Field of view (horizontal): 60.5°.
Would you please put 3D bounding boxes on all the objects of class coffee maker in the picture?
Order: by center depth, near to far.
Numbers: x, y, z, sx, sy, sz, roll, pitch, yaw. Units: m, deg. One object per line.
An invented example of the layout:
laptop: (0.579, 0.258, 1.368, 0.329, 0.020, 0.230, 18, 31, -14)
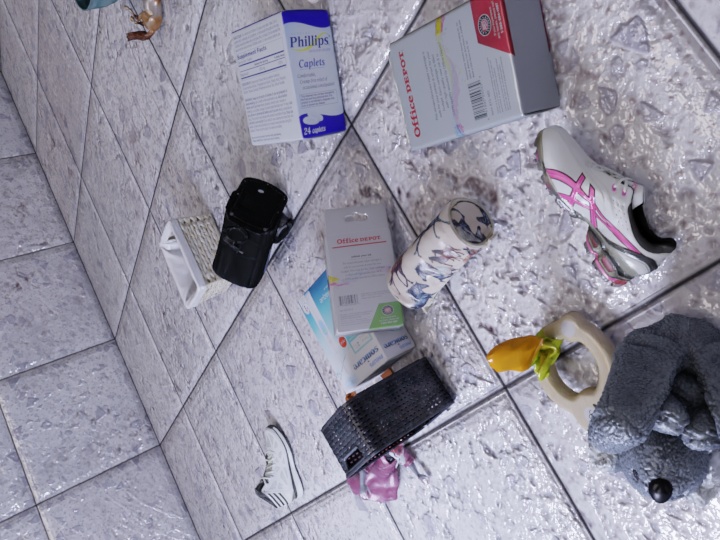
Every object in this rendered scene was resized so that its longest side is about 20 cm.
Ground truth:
coffee maker: (-0.250, -0.063, 1.303, 0.134, 0.192, 0.202, 39, 138, 11)

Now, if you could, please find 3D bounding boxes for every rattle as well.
rattle: (0.269, 0.162, 0.768, 0.129, 0.141, 0.204, -36, 70, 34)

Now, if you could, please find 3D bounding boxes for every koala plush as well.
koala plush: (0.340, 0.176, 0.674, 0.172, 0.185, 0.204, 9, 131, 22)

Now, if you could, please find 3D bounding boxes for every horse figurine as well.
horse figurine: (-0.523, -0.651, 1.509, 0.131, 0.050, 0.204, 31, 122, 20)

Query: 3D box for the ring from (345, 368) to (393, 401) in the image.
ring: (0.023, 0.257, 1.229, 0.198, 0.019, 0.206, 26, 124, 45)

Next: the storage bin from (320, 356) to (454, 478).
storage bin: (0.046, 0.245, 1.039, 0.095, 0.197, 0.136, 56, 141, 18)

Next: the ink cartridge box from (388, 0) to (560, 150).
ink cartridge box: (0.139, -0.253, 0.794, 0.197, 0.081, 0.150, -4, 103, 53)

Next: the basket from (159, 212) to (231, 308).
basket: (-0.418, -0.029, 1.596, 0.135, 0.121, 0.204, -42, 71, 52)

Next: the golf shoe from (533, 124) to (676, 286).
golf shoe: (0.276, -0.087, 0.703, 0.092, 0.072, 0.203, -36, 86, 46)

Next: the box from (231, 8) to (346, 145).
box: (-0.128, -0.335, 1.091, 0.181, 0.103, 0.206, 9, 113, 51)

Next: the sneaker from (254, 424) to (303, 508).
sneaker: (-0.229, 0.511, 1.592, 0.075, 0.113, 0.206, -28, 83, 53)

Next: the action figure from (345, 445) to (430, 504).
action figure: (0.048, 0.370, 1.201, 0.203, 0.130, 0.152, 110, 155, -42)

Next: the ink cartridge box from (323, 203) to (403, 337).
ink cartridge box: (0.000, 0.000, 1.032, 0.067, 0.113, 0.207, 118, 146, -78)

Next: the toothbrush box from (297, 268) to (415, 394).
toothbrush box: (-0.011, 0.097, 1.134, 0.146, 0.084, 0.203, -43, 72, 42)

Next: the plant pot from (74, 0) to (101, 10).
plant pot: (-0.655, -0.771, 1.568, 0.198, 0.132, 0.206, 25, 124, 44)

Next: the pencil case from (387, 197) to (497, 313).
pencil case: (0.118, -0.021, 0.918, 0.089, 0.078, 0.201, 36, 139, -3)

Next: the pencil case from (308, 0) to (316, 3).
pencil case: (-0.049, -0.504, 0.935, 0.091, 0.077, 0.199, 56, 144, -4)
